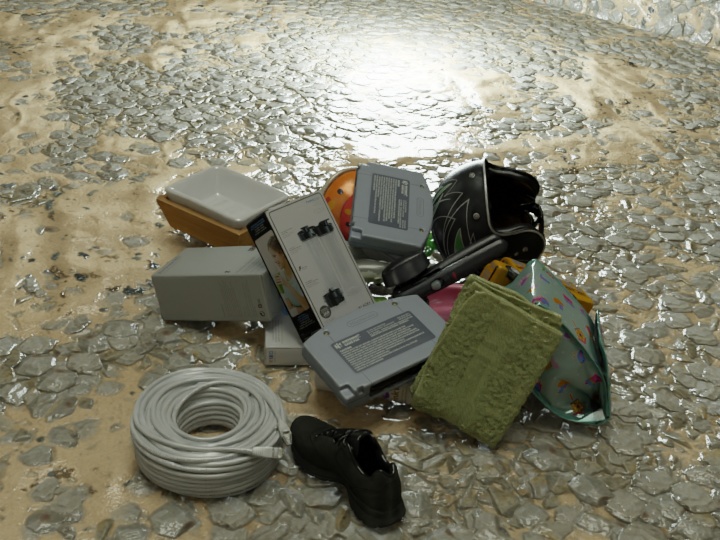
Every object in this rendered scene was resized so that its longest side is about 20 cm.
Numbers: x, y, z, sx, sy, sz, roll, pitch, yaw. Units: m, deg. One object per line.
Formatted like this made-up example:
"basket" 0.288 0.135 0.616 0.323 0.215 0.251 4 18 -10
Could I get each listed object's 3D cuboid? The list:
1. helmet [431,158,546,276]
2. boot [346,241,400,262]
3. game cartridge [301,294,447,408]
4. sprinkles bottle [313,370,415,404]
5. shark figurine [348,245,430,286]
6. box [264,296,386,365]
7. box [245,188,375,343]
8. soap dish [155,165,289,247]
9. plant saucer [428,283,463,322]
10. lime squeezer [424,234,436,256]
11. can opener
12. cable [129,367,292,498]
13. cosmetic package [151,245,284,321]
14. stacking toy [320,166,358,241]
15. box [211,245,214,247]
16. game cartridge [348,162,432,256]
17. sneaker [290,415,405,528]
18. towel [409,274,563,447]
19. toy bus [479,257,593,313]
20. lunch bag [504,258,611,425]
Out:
"helmet" 0.209 -0.087 1.602 0.188 0.202 0.201 13 28 -13
"boot" -0.025 0.000 1.577 0.197 0.074 0.096 12 44 18
"game cartridge" 0.027 0.103 1.288 0.198 0.042 0.133 -21 40 -27
"sprinkles bottle" 0.036 0.147 1.317 0.196 0.069 0.069 9 30 8
"shark figurine" 0.018 -0.008 1.503 0.210 0.129 0.091 -2 58 -4
"box" -0.049 0.090 1.438 0.196 0.037 0.145 2 30 -8
"box" -0.070 -0.005 1.377 0.116 0.202 0.060 -27 0 -41
"soap dish" -0.234 -0.105 1.656 0.198 0.082 0.157 23 35 29
"plant saucer" 0.146 0.091 1.444 0.197 0.052 0.202 2 31 -1
"lime squeezer" 0.113 -0.047 1.705 0.070 0.038 0.199 -13 15 43
"can opener" 0.133 -0.001 1.435 0.197 0.079 0.064 -22 32 1
"cable" -0.191 0.201 1.199 0.196 0.070 0.201 -3 30 -11
"cosmetic package" -0.206 0.019 1.448 0.197 0.082 0.113 0 25 22
"stacking toy" 0.028 -0.086 1.618 0.145 0.148 0.199 -20 31 -35
"box" -0.194 -0.084 1.730 0.198 0.022 0.163 -18 36 -32
"game cartridge" 0.052 -0.098 1.532 0.131 0.042 0.202 15 40 -7
"sneaker" -0.015 0.224 1.158 0.075 0.092 0.199 -24 39 -37
"towel" 0.164 0.119 1.233 0.147 0.202 0.036 27 12 3
"toy bus" 0.267 0.036 1.460 0.198 0.066 0.079 21 22 -25
"lunch bag" 0.281 0.106 1.325 0.200 0.122 0.171 43 22 -8
